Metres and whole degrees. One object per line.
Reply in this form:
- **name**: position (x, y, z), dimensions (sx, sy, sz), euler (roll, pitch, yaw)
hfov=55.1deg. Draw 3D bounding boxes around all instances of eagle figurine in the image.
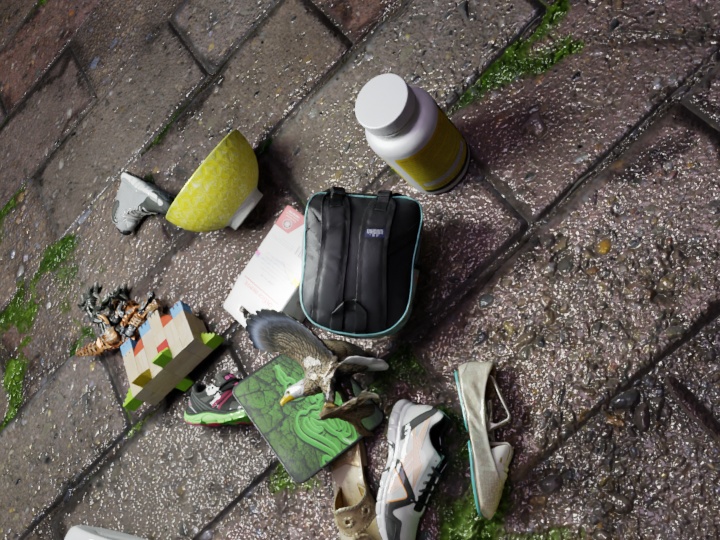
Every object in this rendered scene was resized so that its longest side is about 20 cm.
- **eagle figurine**: position (-0.062, 0.131, 0.972), dimensions (0.150, 0.153, 0.201), euler (-15, 49, -21)

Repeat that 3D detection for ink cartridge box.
- **ink cartridge box**: position (-0.123, 0.012, 1.126), dimensions (0.116, 0.067, 0.201), euler (36, 92, 35)

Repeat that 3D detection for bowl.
- **bowl**: position (-0.236, -0.135, 1.206), dimensions (0.107, 0.200, 0.200), euler (39, 97, -9)

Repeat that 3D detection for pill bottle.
- **pill bottle**: position (0.075, -0.197, 0.997), dimensions (0.110, 0.200, 0.112), euler (-10, 69, 27)

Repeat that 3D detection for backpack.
- **backpack**: position (0.000, 0.000, 0.987), dimensions (0.174, 0.153, 0.202), euler (4, 75, 2)

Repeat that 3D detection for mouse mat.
- **mouse mat**: position (-0.082, 0.198, 1.029), dimensions (0.160, 0.008, 0.200), euler (-34, 56, -17)

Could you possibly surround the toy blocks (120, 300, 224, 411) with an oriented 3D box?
- **toy blocks**: position (-0.344, 0.132, 1.212), dimensions (0.200, 0.100, 0.137), euler (-43, 47, 9)

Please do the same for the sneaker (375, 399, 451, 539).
- **sneaker**: position (0.073, 0.274, 0.916), dimensions (0.079, 0.074, 0.202), euler (-1, 74, 29)

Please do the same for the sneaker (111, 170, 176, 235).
- **sneaker**: position (-0.429, -0.114, 1.358), dimensions (0.199, 0.075, 0.116), euler (30, 95, 45)

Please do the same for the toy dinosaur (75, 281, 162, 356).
- **toy dinosaur**: position (-0.463, 0.097, 1.292), dimensions (0.199, 0.102, 0.136), euler (-31, 76, -6)

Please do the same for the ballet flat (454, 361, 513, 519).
- **ballet flat**: position (0.166, 0.212, 0.887), dimensions (0.062, 0.067, 0.202), euler (-14, 67, 16)

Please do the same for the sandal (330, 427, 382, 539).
- **sandal**: position (-0.017, 0.322, 0.955), dimensions (0.077, 0.070, 0.213), euler (-24, 63, 22)

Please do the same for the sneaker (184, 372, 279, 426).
- **sneaker**: position (-0.205, 0.204, 1.105), dimensions (0.198, 0.077, 0.085), euler (-9, 73, 27)

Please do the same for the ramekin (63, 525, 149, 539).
- **ramekin**: position (-0.370, 0.459, 1.049), dimensions (0.199, 0.200, 0.099), euler (3, 67, 32)
